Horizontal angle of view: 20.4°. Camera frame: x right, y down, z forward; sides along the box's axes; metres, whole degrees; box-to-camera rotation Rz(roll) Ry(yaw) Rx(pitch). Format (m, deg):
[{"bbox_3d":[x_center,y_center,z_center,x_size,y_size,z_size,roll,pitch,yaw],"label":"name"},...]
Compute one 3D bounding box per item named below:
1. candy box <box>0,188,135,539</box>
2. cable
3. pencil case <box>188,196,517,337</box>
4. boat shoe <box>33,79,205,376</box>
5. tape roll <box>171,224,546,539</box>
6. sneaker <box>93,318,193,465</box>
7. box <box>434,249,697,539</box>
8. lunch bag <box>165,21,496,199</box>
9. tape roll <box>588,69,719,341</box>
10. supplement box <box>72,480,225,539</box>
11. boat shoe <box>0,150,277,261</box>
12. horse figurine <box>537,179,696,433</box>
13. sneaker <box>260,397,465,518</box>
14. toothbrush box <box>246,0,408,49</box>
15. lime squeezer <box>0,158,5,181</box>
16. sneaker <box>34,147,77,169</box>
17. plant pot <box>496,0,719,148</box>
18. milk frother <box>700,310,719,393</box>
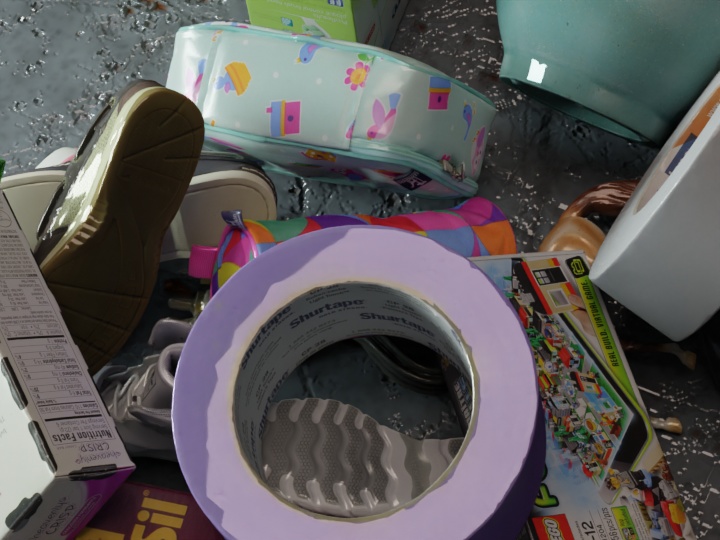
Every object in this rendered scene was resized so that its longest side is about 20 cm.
[{"bbox_3d":[-0.221,0.071,1.153,0.061,0.136,0.201,-2,55,-45],"label":"candy box"},{"bbox_3d":[-0.025,0.029,1.308,0.199,0.051,0.097,18,45,2],"label":"cable"},{"bbox_3d":[0.000,0.000,1.244,0.199,0.089,0.089,-3,55,-28],"label":"pencil case"},{"bbox_3d":[-0.158,-0.022,1.206,0.202,0.071,0.066,-64,29,8],"label":"boat shoe"},{"bbox_3d":[0.001,0.083,1.098,0.198,0.085,0.201,-3,67,8],"label":"tape roll"},{"bbox_3d":[-0.142,0.077,1.234,0.198,0.115,0.076,7,60,10],"label":"sneaker"},{"bbox_3d":[0.113,0.084,1.176,0.109,0.035,0.201,-4,60,-27],"label":"box"},{"bbox_3d":[-0.016,-0.097,1.292,0.199,0.160,0.078,13,85,24],"label":"lunch bag"},{"bbox_3d":[0.217,-0.058,1.183,0.066,0.200,0.201,34,66,0],"label":"tape roll"},{"bbox_3d":[-0.071,0.210,1.156,0.199,0.103,0.132,9,62,11],"label":"supplement box"},{"bbox_3d":[-0.152,-0.041,1.271,0.198,0.073,0.063,-3,26,0],"label":"boat shoe"},{"bbox_3d":[0.152,0.019,1.279,0.132,0.050,0.201,11,63,5],"label":"horse figurine"},{"bbox_3d":[0.009,0.135,1.185,0.199,0.082,0.075,13,51,-4],"label":"sneaker"},{"bbox_3d":[-0.018,-0.236,1.357,0.086,0.200,0.146,15,62,13],"label":"toothbrush box"},{"bbox_3d":[-0.232,0.023,1.237,0.070,0.202,0.038,11,19,35],"label":"lime squeezer"},{"bbox_3d":[-0.204,0.010,1.302,0.104,0.076,0.201,24,60,24],"label":"sneaker"},{"bbox_3d":[0.170,-0.163,1.318,0.199,0.200,0.135,25,92,19],"label":"plant pot"},{"bbox_3d":[0.295,-0.010,1.236,0.187,0.181,0.200,-21,28,-8],"label":"milk frother"}]
